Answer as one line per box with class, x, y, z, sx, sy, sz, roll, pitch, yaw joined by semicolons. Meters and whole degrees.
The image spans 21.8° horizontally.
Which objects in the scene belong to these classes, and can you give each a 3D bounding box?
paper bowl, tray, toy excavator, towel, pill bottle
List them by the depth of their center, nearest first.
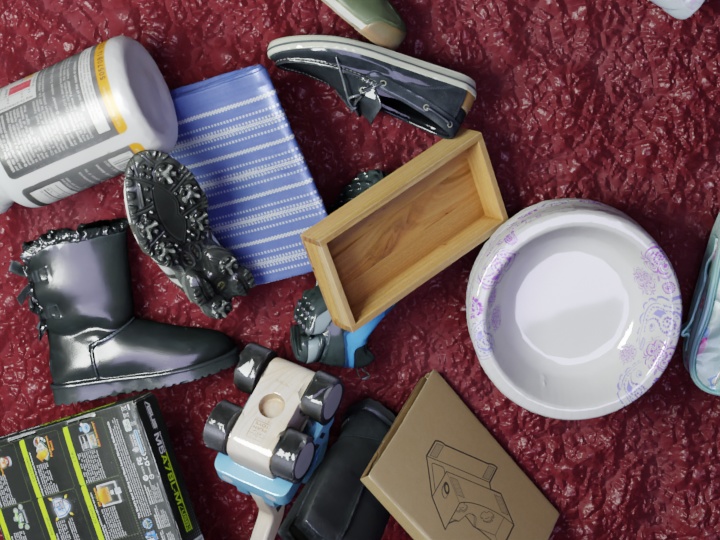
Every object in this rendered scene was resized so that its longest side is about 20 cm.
pill bottle;-0.275;-0.125;1.694;0.199;0.116;0.117;-21;104;14
tray;0.043;-0.039;1.724;0.199;0.037;0.099;-34;120;-24
towel;-0.104;-0.085;1.734;0.144;0.024;0.201;-13;107;36
paper bowl;0.198;0.032;1.770;0.199;0.104;0.203;-1;104;-3
toy excavator;-0.084;0.198;1.797;0.099;0.200;0.195;19;65;20

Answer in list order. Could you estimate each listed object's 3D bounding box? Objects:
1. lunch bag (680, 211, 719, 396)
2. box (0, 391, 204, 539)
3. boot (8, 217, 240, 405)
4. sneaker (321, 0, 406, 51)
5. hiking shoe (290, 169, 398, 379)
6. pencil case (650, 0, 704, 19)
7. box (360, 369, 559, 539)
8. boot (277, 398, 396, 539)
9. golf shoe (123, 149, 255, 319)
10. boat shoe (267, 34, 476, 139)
lunch bag;0.395;0.036;1.795;0.159;0.077;0.202;11;102;-6
box;-0.252;0.235;1.774;0.192;0.047;0.202;-18;93;26
boot;-0.223;0.032;1.769;0.196;0.073;0.164;-11;98;-2
sneaker;-0.019;-0.294;1.700;0.200;0.067;0.090;40;103;-8
hiking shoe;0.000;0.000;1.778;0.086;0.074;0.201;15;108;-21
pencil case;0.245;-0.315;1.703;0.199;0.083;0.091;33;101;-9
box;0.099;0.218;1.788;0.021;0.164;0.200;-31;106;40
boot;0.021;0.233;1.756;0.164;0.200;0.066;38;122;-6
golf shoe;-0.176;-0.040;1.709;0.078;0.094;0.201;-38;133;-14
boat shoe;0.008;-0.170;1.723;0.198;0.075;0.063;16;82;-6
